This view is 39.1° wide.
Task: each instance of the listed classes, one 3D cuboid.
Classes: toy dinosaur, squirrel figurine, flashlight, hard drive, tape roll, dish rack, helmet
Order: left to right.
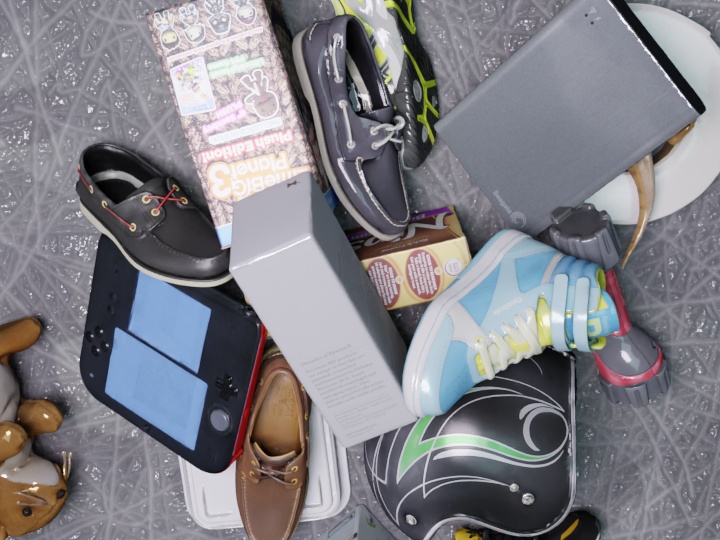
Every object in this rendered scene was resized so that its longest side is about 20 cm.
[{"bbox_3d":[-0.375,0.174,0.983,0.200,0.142,0.187,-16,109,19],"label":"squirrel figurine"},{"bbox_3d":[-0.102,0.163,0.999,0.171,0.044,0.200,-6,100,2],"label":"dish rack"},{"bbox_3d":[0.098,0.150,0.918,0.190,0.200,0.200,1,100,11],"label":"helmet"},{"bbox_3d":[0.175,-0.133,0.885,0.200,0.033,0.140,-40,86,37],"label":"hard drive"},{"bbox_3d":[0.227,0.035,0.915,0.068,0.068,0.200,-12,127,20],"label":"flashlight"},{"bbox_3d":[0.245,-0.144,0.938,0.202,0.037,0.203,0,100,3],"label":"tape roll"},{"bbox_3d":[0.244,-0.116,0.905,0.106,0.060,0.200,-24,95,35],"label":"toy dinosaur"}]

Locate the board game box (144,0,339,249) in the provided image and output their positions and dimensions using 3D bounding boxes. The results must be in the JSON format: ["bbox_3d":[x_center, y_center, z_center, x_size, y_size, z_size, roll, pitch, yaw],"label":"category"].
[{"bbox_3d":[-0.095,-0.136,0.890,0.097,0.159,0.200,-17,99,5],"label":"board game box"}]

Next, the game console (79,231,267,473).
[{"bbox_3d":[-0.179,0.077,0.935,0.200,0.031,0.177,27,121,25],"label":"game console"}]

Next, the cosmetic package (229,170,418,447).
[{"bbox_3d":[-0.027,0.034,0.813,0.071,0.102,0.200,-22,122,10],"label":"cosmetic package"}]

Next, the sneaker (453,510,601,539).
[{"bbox_3d":[0.137,0.282,0.995,0.200,0.070,0.090,-34,100,9],"label":"sneaker"}]

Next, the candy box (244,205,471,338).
[{"bbox_3d":[0.000,0.000,0.928,0.200,0.117,0.057,-14,106,5],"label":"candy box"}]

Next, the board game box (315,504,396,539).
[{"bbox_3d":[-0.037,0.320,0.942,0.148,0.200,0.064,-42,96,8],"label":"board game box"}]

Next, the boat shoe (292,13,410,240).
[{"bbox_3d":[0.004,-0.124,0.878,0.063,0.073,0.200,-20,92,40],"label":"boat shoe"}]

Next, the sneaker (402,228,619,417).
[{"bbox_3d":[0.129,0.050,0.811,0.130,0.200,0.080,18,145,33],"label":"sneaker"}]

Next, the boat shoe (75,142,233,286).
[{"bbox_3d":[-0.187,-0.050,0.907,0.201,0.074,0.063,34,135,32],"label":"boat shoe"}]

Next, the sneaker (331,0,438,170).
[{"bbox_3d":[0.018,-0.189,0.931,0.076,0.075,0.200,-10,97,25],"label":"sneaker"}]

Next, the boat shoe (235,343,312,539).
[{"bbox_3d":[-0.082,0.170,0.943,0.072,0.068,0.200,7,101,1],"label":"boat shoe"}]
